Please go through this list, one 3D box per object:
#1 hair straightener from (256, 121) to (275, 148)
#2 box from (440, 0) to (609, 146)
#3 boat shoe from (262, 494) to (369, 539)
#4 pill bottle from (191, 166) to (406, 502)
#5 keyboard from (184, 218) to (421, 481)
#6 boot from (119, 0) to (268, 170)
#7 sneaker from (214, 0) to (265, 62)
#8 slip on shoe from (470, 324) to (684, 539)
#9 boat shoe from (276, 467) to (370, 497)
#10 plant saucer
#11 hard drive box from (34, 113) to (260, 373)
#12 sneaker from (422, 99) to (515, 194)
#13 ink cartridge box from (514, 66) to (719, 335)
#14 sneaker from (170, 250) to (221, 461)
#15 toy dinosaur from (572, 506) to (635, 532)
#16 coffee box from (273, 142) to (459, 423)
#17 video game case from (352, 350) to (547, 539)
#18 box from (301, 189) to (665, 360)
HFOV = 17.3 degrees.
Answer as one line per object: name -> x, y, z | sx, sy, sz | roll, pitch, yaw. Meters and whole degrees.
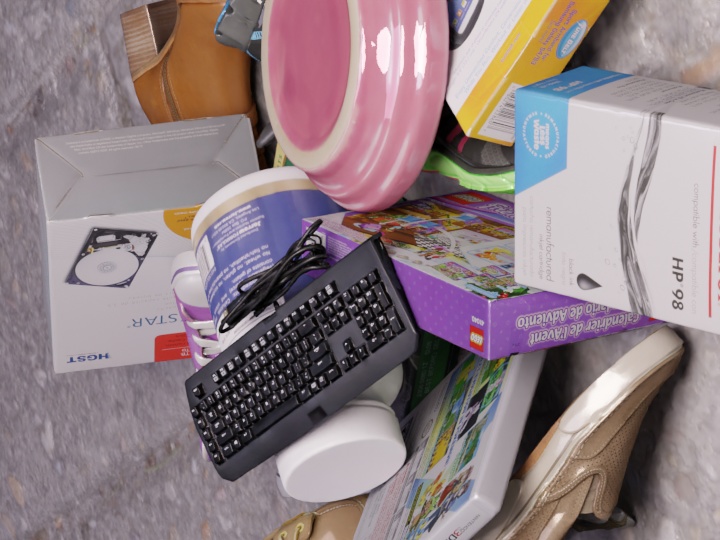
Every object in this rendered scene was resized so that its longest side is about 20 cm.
hair straightener -> -0.012, -0.145, 1.556 | 0.077, 0.041, 0.200 | 39, 129, -4
box -> 0.071, -0.183, 1.414 | 0.119, 0.041, 0.201 | -56, 38, 29
boat shoe -> -0.034, 0.215, 1.742 | 0.200, 0.066, 0.074 | -46, 62, 54
pill bottle -> -0.035, 0.043, 1.531 | 0.111, 0.110, 0.201 | -57, 43, 49
keyboard -> -0.052, 0.046, 1.433 | 0.200, 0.039, 0.105 | -38, 67, 38
boot -> -0.095, -0.134, 1.731 | 0.199, 0.073, 0.156 | -9, 100, 58
sneaker -> -0.021, -0.221, 1.585 | 0.201, 0.082, 0.073 | -57, 9, 32
slip on shoe -> 0.130, 0.120, 1.396 | 0.061, 0.076, 0.200 | 43, 99, 8
boat shoe -> -0.008, 0.123, 1.676 | 0.200, 0.069, 0.067 | -12, 92, 66
plant saucer -> -0.011, -0.137, 1.456 | 0.200, 0.050, 0.202 | -172, 81, -64
hard drive box -> -0.154, -0.017, 1.717 | 0.201, 0.155, 0.077 | 97, 163, -56
sneaker -> 0.085, -0.095, 1.440 | 0.199, 0.076, 0.085 | 17, 112, 51
ink cartridge box -> 0.178, -0.036, 1.276 | 0.199, 0.066, 0.117 | 14, 113, 41
sneaker -> -0.091, 0.072, 1.687 | 0.201, 0.072, 0.115 | 71, -161, -57
toy dinosaur -> 0.074, 0.168, 1.494 | 0.102, 0.199, 0.077 | 57, -166, -61
coffee box -> 0.000, 0.000, 1.635 | 0.200, 0.044, 0.124 | 47, 138, 41
video game case -> 0.051, 0.122, 1.461 | 0.022, 0.201, 0.182 | 34, 131, -10
box -> 0.073, -0.001, 1.430 | 0.200, 0.136, 0.039 | 25, 120, 53
